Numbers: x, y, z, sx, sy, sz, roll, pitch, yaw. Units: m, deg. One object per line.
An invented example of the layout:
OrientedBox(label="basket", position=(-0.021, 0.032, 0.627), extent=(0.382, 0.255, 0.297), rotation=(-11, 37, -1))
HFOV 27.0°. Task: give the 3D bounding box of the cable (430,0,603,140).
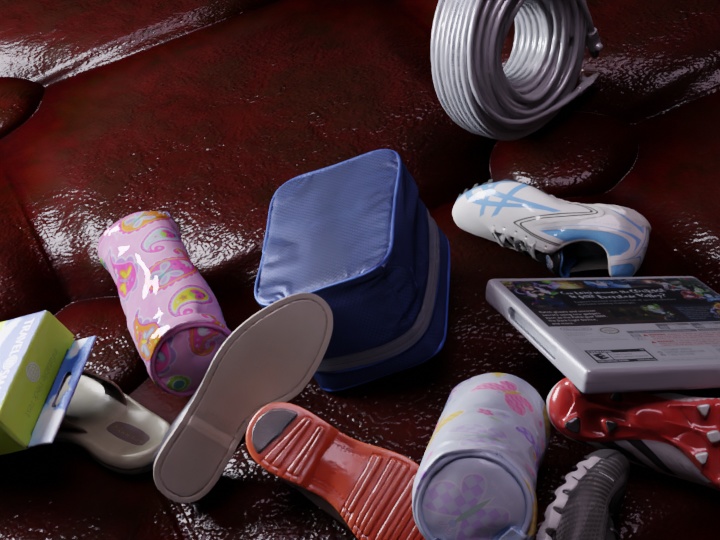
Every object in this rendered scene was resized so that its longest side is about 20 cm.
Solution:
OrientedBox(label="cable", position=(0.151, -0.230, 1.493), extent=(0.069, 0.200, 0.200), rotation=(19, 50, 40))

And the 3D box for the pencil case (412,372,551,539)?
OrientedBox(label="pencil case", position=(0.093, 0.138, 1.089), extent=(0.091, 0.083, 0.200), rotation=(29, 16, 2))

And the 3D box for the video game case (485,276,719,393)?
OrientedBox(label="video game case", position=(0.225, 0.048, 1.191), extent=(0.200, 0.023, 0.182), rotation=(-1, 22, -20))

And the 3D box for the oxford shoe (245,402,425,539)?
OrientedBox(label="oxford shoe", position=(0.006, 0.169, 1.148), extent=(0.200, 0.073, 0.071), rotation=(34, 80, 19))

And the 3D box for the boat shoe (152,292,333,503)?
OrientedBox(label="boat shoe", position=(-0.097, 0.096, 1.211), extent=(0.200, 0.073, 0.063), rotation=(-52, 8, 2))

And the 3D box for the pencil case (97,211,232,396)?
OrientedBox(label="pencil case", position=(-0.176, 0.025, 1.365), extent=(0.087, 0.088, 0.200), rotation=(-21, 38, -11))

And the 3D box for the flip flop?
OrientedBox(label="flip flop", position=(-0.242, 0.116, 1.288), extent=(0.200, 0.058, 0.081), rotation=(20, 49, 34))

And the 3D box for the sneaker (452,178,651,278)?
OrientedBox(label="sneaker", position=(0.163, -0.033, 1.356), extent=(0.200, 0.072, 0.073), rotation=(12, 64, 36))

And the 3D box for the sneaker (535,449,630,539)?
OrientedBox(label="sneaker", position=(0.160, 0.213, 1.055), extent=(0.090, 0.067, 0.200), rotation=(17, 50, 28))

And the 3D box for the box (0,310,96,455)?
OrientedBox(label="box", position=(-0.329, 0.106, 1.276), extent=(0.200, 0.048, 0.122), rotation=(-15, 41, 30))

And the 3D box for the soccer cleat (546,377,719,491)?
OrientedBox(label="soccer cleat", position=(0.239, 0.124, 1.141), extent=(0.200, 0.085, 0.069), rotation=(14, 85, 8))

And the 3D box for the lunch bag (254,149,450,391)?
OrientedBox(label="lunch bag", position=(0.000, 0.000, 1.309), extent=(0.136, 0.132, 0.200), rotation=(-16, 37, 20))
